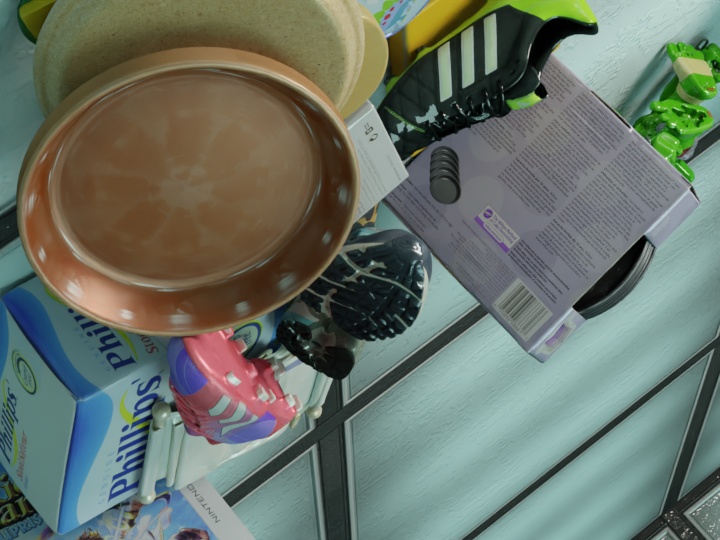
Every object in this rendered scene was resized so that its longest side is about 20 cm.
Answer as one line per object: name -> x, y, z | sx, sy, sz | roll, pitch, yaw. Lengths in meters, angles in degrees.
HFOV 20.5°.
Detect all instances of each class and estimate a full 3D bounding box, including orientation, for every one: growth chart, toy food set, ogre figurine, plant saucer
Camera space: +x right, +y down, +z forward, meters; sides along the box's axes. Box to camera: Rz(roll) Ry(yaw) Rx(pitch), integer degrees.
growth chart -> -0.083, 0.100, 1.451 | 0.199, 0.018, 0.145 | -25, 152, -37
toy food set -> -0.090, -0.126, 1.136 | 0.198, 0.049, 0.198 | -23, 139, 9
ogre figurine -> 0.271, -0.122, 1.800 | 0.120, 0.097, 0.201 | -55, -160, 40
plant saucer -> -0.099, -0.046, 1.148 | 0.198, 0.032, 0.202 | -8, 131, -9

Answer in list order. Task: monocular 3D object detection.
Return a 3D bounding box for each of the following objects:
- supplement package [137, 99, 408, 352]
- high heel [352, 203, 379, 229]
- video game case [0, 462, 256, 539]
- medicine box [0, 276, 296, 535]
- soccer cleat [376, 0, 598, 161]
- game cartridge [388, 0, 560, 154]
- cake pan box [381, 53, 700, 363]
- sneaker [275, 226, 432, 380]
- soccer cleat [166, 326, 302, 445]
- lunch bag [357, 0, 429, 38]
supplement package -> -0.089, -0.057, 1.289 | 0.200, 0.121, 0.120 | -40, 158, -3
high heel -> 0.016, -0.049, 1.542 | 0.142, 0.072, 0.199 | -44, 150, 20
video game case -> -0.198, 0.205, 1.504 | 0.199, 0.181, 0.046 | -25, 152, -36
medicine box -> -0.156, 0.064, 1.423 | 0.199, 0.103, 0.183 | -30, 155, -31
soccer cleat -> 0.081, -0.133, 1.412 | 0.200, 0.081, 0.067 | -44, 159, 3
game cartridge -> 0.093, -0.189, 1.485 | 0.176, 0.032, 0.200 | -37, 160, -14
cake pan box -> 0.144, -0.055, 1.584 | 0.184, 0.200, 0.052 | -47, 155, 6
sneaker -> 0.000, 0.000, 1.332 | 0.087, 0.077, 0.200 | -61, -171, -25
soccer cleat -> -0.095, 0.082, 1.294 | 0.076, 0.067, 0.200 | -30, 165, 6
lunch bag -> -0.001, -0.225, 1.185 | 0.160, 0.083, 0.201 | -20, 149, -45
